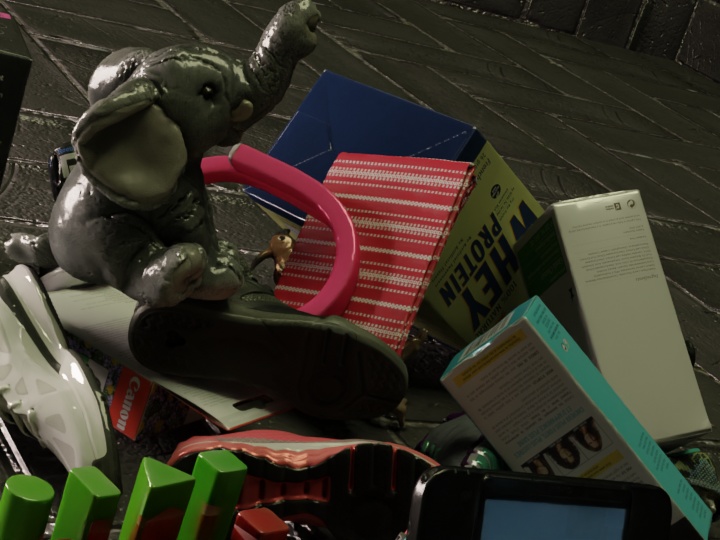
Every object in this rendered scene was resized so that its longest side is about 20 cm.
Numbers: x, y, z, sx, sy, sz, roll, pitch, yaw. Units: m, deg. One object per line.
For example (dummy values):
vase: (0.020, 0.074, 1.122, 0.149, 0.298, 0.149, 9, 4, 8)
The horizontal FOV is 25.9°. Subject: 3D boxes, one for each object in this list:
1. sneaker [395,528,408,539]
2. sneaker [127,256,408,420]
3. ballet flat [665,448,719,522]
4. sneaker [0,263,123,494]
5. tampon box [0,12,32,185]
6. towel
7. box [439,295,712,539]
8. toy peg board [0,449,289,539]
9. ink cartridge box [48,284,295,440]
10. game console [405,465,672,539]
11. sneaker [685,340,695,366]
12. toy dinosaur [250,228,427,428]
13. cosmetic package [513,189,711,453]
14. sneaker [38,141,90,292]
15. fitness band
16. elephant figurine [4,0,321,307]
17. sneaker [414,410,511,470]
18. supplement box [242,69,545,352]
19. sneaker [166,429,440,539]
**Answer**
sneaker: (0.069, 0.198, 0.942, 0.095, 0.080, 0.199, 33, 25, 26)
sneaker: (-0.061, 0.041, 1.108, 0.197, 0.077, 0.115, 13, 24, -6)
ballet flat: (0.213, 0.174, 1.187, 0.198, 0.075, 0.074, -1, 26, -40)
sneaker: (-0.233, 0.088, 1.010, 0.114, 0.076, 0.201, -20, 48, -21)
tampon box: (-0.350, -0.101, 1.186, 0.148, 0.202, 0.126, 11, 19, -24)
towel: (0.000, 0.000, 1.215, 0.143, 0.202, 0.022, 8, -25, 38)
box: (0.151, 0.123, 1.086, 0.201, 0.082, 0.049, 51, 25, -3)
toy peg board: (-0.094, 0.179, 0.799, 0.199, 0.099, 0.198, -1, 27, -46)
ink cartridge box: (-0.149, 0.077, 1.119, 0.199, 0.051, 0.109, 28, 18, 24)
game console: (0.126, 0.210, 0.873, 0.198, 0.179, 0.116, 10, -2, -35)
sneaker: (0.247, 0.064, 1.497, 0.080, 0.087, 0.199, 1, 25, -48)
toy dinosaur: (-0.025, 0.057, 1.256, 0.134, 0.087, 0.201, 12, 26, -13)
cosmetic package: (0.199, 0.051, 1.252, 0.084, 0.203, 0.108, -9, -17, -16)
sneaker: (-0.228, -0.046, 1.253, 0.072, 0.113, 0.200, -16, 5, 3)
fitness band: (-0.090, -0.019, 1.219, 0.199, 0.144, 0.038, 27, -21, 25)
elephant figurine: (-0.130, -0.089, 1.029, 0.154, 0.203, 0.141, -13, 29, -41)
sneaker: (0.071, 0.153, 1.132, 0.086, 0.075, 0.200, -6, 12, 23)
supplement box: (0.044, -0.043, 1.368, 0.199, 0.135, 0.200, 27, -11, 43)
sneaker: (-0.032, 0.131, 1.023, 0.197, 0.075, 0.087, 7, 12, -8)
